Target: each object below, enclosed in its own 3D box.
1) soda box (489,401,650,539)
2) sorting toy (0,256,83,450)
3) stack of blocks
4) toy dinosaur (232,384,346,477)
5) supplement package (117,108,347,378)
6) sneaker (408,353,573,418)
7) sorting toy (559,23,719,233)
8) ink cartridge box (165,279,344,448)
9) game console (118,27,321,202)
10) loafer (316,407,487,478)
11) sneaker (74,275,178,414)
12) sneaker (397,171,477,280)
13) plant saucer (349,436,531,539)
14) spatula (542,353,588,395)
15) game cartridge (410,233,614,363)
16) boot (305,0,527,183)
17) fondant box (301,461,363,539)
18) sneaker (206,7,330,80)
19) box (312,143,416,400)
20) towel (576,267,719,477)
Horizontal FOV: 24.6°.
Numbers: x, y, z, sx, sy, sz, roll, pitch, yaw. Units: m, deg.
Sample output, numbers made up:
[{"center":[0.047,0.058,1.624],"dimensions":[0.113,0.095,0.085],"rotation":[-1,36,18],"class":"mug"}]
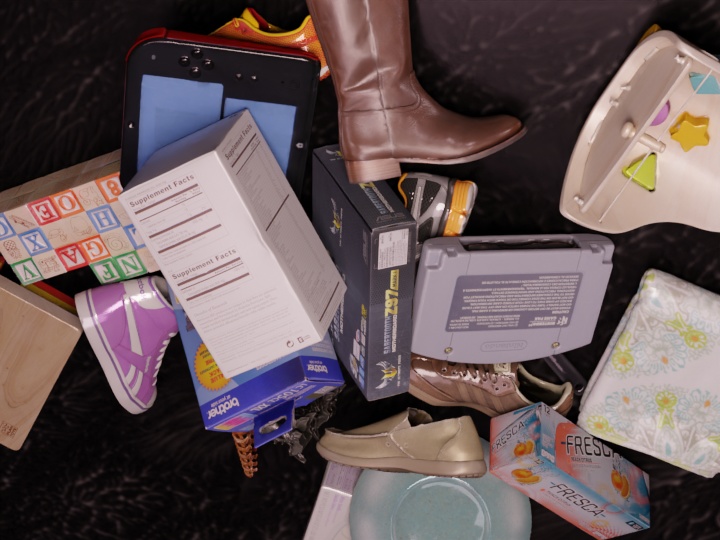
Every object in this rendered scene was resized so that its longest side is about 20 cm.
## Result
[{"center":[0.217,0.209,1.705],"dimensions":[0.068,0.064,0.200],"rotation":[-22,139,36],"class":"soda box"},{"center":[-0.414,0.066,1.795],"dimensions":[0.198,0.070,0.200],"rotation":[29,125,-7],"class":"sorting toy"},{"center":[-0.270,-0.048,1.693],"dimensions":[0.199,0.059,0.116],"rotation":[-16,118,22],"class":"stack of blocks"},{"center":[-0.098,0.134,1.774],"dimensions":[0.135,0.102,0.201],"rotation":[23,145,15],"class":"toy dinosaur"},{"center":[-0.114,-0.025,1.517],"dimensions":[0.109,0.114,0.201],"rotation":[-22,108,22],"class":"supplement package"},{"center":[0.126,0.105,1.699],"dimensions":[0.199,0.071,0.076],"rotation":[21,134,-15],"class":"sneaker"},{"center":[0.306,-0.114,1.503],"dimensions":[0.179,0.107,0.201],"rotation":[24,125,-13],"class":"sorting toy"},{"center":[-0.103,0.075,1.658],"dimensions":[0.136,0.076,0.201],"rotation":[-28,71,27],"class":"ink cartridge box"},{"center":[-0.134,-0.132,1.548],"dimensions":[0.175,0.031,0.201],"rotation":[10,133,-2],"class":"game console"},{"center":[0.045,0.177,1.726],"dimensions":[0.199,0.076,0.069],"rotation":[2,82,31],"class":"loafer"},{"center":[-0.219,0.078,1.748],"dimensions":[0.113,0.073,0.201],"rotation":[-19,146,-4],"class":"sneaker"},{"center":[0.051,-0.013,1.639],"dimensions":[0.077,0.078,0.201],"rotation":[21,117,3],"class":"sneaker"},{"center":[0.086,0.272,1.778],"dimensions":[0.199,0.039,0.203],"rotation":[0,94,1],"class":"plant saucer"},{"center":[0.171,0.059,1.685],"dimensions":[0.056,0.021,0.200],"rotation":[-40,114,9],"class":"spatula"},{"center":[0.143,0.029,1.616],"dimensions":[0.198,0.042,0.134],"rotation":[-1,128,-20],"class":"game cartridge"},{"center":[0.052,-0.195,1.524],"dimensions":[0.185,0.064,0.202],"rotation":[-14,102,-13],"class":"boot"},{"center":[0.037,0.306,1.860],"dimensions":[0.198,0.058,0.145],"rotation":[18,124,-1],"class":"fondant box"},{"center":[-0.122,-0.206,1.561],"dimensions":[0.198,0.073,0.078],"rotation":[-8,102,11],"class":"sneaker"},{"center":[0.000,0.000,1.606],"dimensions":[0.051,0.158,0.201],"rotation":[-11,127,-18],"class":"box"},{"center":[0.328,0.109,1.664],"dimensions":[0.170,0.048,0.201],"rotation":[20,122,-3],"class":"towel"}]
